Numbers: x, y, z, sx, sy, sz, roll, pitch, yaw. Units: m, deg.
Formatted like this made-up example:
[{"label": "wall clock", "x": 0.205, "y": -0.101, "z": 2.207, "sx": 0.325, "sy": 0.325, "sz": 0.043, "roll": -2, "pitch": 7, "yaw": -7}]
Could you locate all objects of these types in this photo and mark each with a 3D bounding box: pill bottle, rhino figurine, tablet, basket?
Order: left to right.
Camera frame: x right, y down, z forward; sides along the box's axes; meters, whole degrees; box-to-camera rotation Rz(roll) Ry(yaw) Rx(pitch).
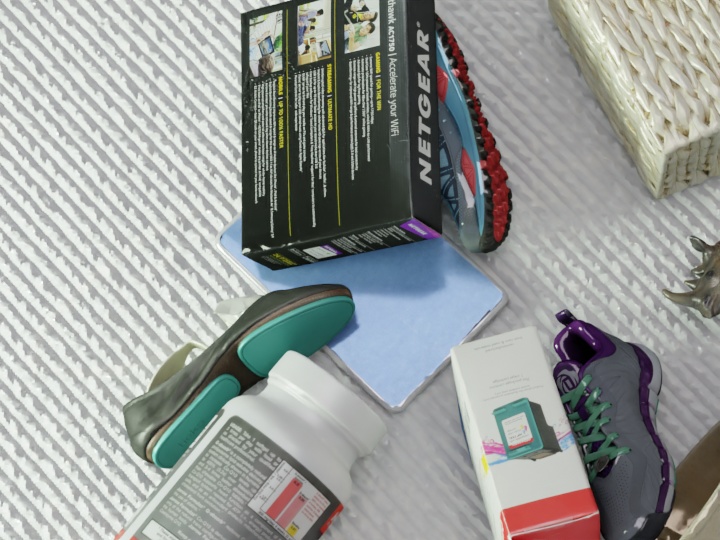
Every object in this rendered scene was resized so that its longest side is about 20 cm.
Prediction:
[{"label": "pill bottle", "x": -0.078, "y": 0.163, "z": 1.601, "sx": 0.116, "sy": 0.116, "sz": 0.200, "roll": 37, "pitch": 79, "yaw": 12}, {"label": "tablet", "x": 0.000, "y": 0.000, "z": 1.697, "sx": 0.200, "sy": 0.014, "sz": 0.130, "roll": 43, "pitch": 81, "yaw": 14}, {"label": "basket", "x": 0.235, "y": -0.169, "z": 1.672, "sx": 0.123, "sy": 0.136, "sz": 0.200, "roll": -27, "pitch": 74, "yaw": -3}, {"label": "rhino figurine", "x": 0.321, "y": -0.009, "z": 1.659, "sx": 0.200, "sy": 0.060, "sz": 0.088, "roll": -16, "pitch": 55, "yaw": -1}]

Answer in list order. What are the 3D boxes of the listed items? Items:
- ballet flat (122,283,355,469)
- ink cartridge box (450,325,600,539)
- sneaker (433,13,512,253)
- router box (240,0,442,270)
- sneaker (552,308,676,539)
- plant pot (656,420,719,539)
[{"label": "ballet flat", "x": -0.099, "y": 0.062, "z": 1.656, "sx": 0.200, "sy": 0.068, "sz": 0.068, "roll": -38, "pitch": 55, "yaw": -5}, {"label": "ink cartridge box", "x": 0.122, "y": 0.155, "z": 1.566, "sx": 0.067, "sy": 0.116, "sz": 0.200, "roll": -14, "pitch": 56, "yaw": -2}, {"label": "sneaker", "x": 0.052, "y": -0.096, "z": 1.702, "sx": 0.095, "sy": 0.079, "sz": 0.200, "roll": -23, "pitch": 69, "yaw": 14}, {"label": "router box", "x": -0.017, "y": -0.111, "z": 1.666, "sx": 0.149, "sy": 0.051, "sz": 0.200, "roll": -11, "pitch": 70, "yaw": 28}, {"label": "sneaker", "x": 0.167, "y": 0.115, "z": 1.579, "sx": 0.087, "sy": 0.074, "sz": 0.200, "roll": 32, "pitch": 32, "yaw": -22}, {"label": "plant pot", "x": 0.288, "y": 0.221, "z": 1.542, "sx": 0.183, "sy": 0.200, "sz": 0.201, "roll": 37, "pitch": 79, "yaw": 1}]
